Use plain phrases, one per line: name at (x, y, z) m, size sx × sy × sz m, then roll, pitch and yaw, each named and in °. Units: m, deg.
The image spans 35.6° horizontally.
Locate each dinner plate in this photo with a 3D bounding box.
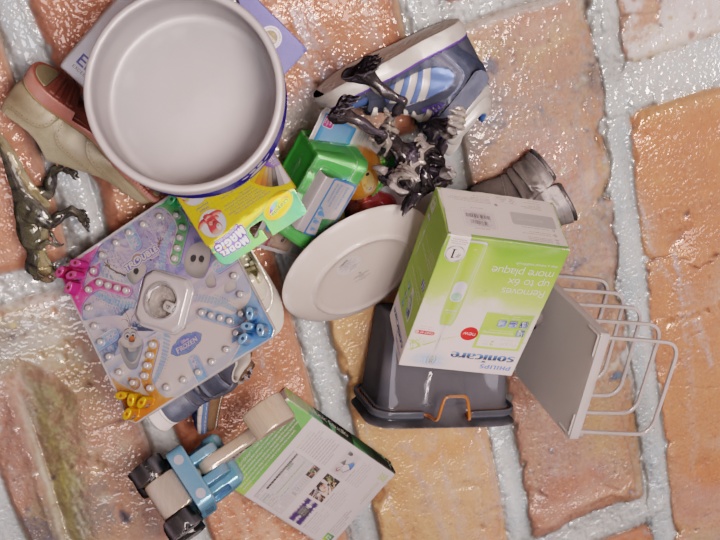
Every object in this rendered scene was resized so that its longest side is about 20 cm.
dinner plate at (0.000, 0.000, 1.336) m, size 0.198 × 0.024 × 0.201 m, roll -22°, pitch 146°, yaw -16°

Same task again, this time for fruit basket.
fruit basket at (-0.005, -0.076, 1.318) m, size 0.198 × 0.094 × 0.186 m, roll 21°, pitch 112°, yaw -29°

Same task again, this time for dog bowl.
dog bowl at (-0.172, -0.175, 1.130) m, size 0.197 × 0.079 × 0.203 m, roll 0°, pitch 88°, yaw 0°

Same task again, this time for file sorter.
file sorter at (0.291, 0.103, 1.416) m, size 0.123 × 0.200 × 0.141 m, roll 5°, pitch 111°, yaw -19°

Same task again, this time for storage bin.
storage bin at (0.097, 0.117, 1.413) m, size 0.197 × 0.146 × 0.136 m, roll 0°, pitch 102°, yaw -15°

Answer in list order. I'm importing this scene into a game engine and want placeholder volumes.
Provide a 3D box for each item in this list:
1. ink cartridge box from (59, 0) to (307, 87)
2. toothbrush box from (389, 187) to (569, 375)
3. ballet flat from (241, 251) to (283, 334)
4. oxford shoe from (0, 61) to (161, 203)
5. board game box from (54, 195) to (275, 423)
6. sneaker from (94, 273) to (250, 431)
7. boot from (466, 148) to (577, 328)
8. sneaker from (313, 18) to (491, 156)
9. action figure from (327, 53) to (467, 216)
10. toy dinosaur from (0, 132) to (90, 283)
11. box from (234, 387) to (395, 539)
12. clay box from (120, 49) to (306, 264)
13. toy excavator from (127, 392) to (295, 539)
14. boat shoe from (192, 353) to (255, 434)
ink cartridge box at (-0.190, -0.232, 1.228) m, size 0.196 × 0.043 × 0.200 m, roll 41°, pitch 99°, yaw -21°
toothbrush box at (0.130, 0.016, 1.276) m, size 0.143 × 0.087 × 0.202 m, roll 7°, pitch 131°, yaw -15°
ballet flat at (-0.145, -0.006, 1.291) m, size 0.069 × 0.069 × 0.202 m, roll -27°, pitch 102°, yaw -2°
oxford shoe at (-0.304, -0.139, 1.237) m, size 0.073 × 0.071 × 0.200 m, roll -35°, pitch 115°, yaw 22°
board game box at (-0.220, 0.034, 1.240) m, size 0.199 × 0.026 × 0.202 m, roll -32°, pitch 78°, yaw 11°
sneaker at (-0.209, 0.060, 1.286) m, size 0.145 × 0.077 × 0.204 m, roll -29°, pitch 85°, yaw 16°
boot at (0.214, -0.037, 1.384) m, size 0.130 × 0.070 × 0.202 m, roll -27°, pitch 100°, yaw -2°
sneaker at (0.059, -0.185, 1.297) m, size 0.198 × 0.081 × 0.148 m, roll -28°, pitch 113°, yaw -8°
action figure at (0.054, -0.136, 1.226) m, size 0.200 × 0.102 × 0.120 m, roll 40°, pitch 77°, yaw -32°
toy dinosaur at (-0.354, -0.077, 1.255) m, size 0.087 × 0.048 × 0.203 m, roll -12°, pitch 112°, yaw -2°
box at (-0.071, 0.263, 1.479) m, size 0.199 × 0.036 × 0.145 m, roll 38°, pitch 99°, yaw -26°
clay box at (-0.152, -0.117, 1.193) m, size 0.114 × 0.048 × 0.201 m, roll -32°, pitch 91°, yaw -1°
toy excavator at (-0.175, 0.232, 1.372) m, size 0.199 × 0.195 × 0.100 m, roll -35°, pitch 78°, yaw -16°
boat shoe at (-0.166, 0.109, 1.368) m, size 0.071 × 0.072 × 0.203 m, roll 1°, pitch 114°, yaw -20°
